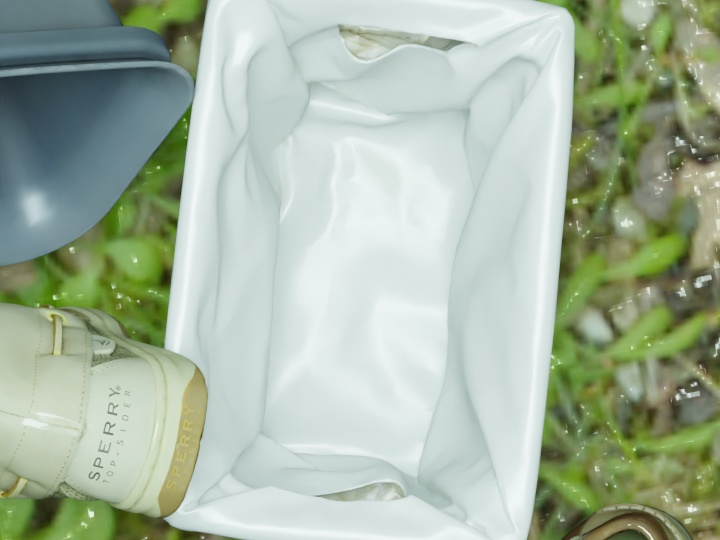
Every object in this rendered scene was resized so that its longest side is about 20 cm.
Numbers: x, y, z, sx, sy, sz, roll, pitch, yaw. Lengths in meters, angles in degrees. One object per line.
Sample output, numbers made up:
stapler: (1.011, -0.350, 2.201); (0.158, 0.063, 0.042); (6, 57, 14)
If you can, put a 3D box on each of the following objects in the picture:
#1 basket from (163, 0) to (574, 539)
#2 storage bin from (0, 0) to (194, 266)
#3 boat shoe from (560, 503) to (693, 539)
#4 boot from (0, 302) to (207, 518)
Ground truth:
basket: (0.000, 0.000, 0.975); (0.135, 0.123, 0.201); (6, 88, -2)
storage bin: (-0.183, -0.078, 0.911); (0.199, 0.146, 0.135); (-8, 62, -38)
boat shoe: (0.060, 0.174, 0.988); (0.075, 0.074, 0.201); (26, 84, 14)
boot: (-0.157, 0.037, 0.912); (0.155, 0.200, 0.073); (13, 90, -26)
